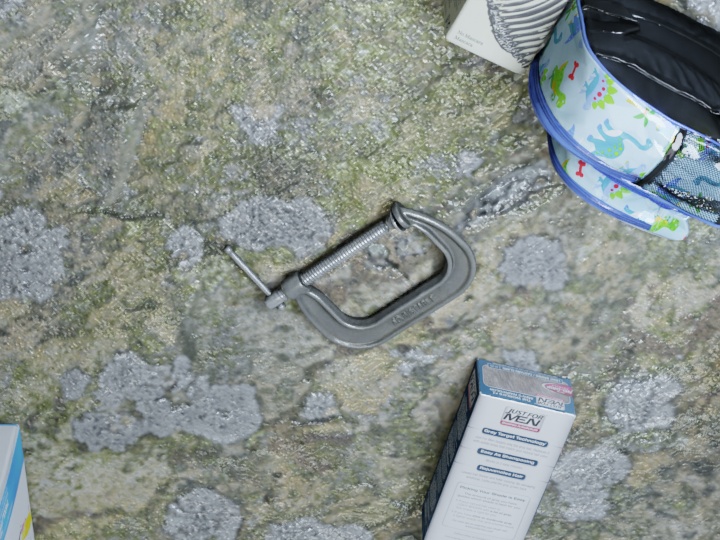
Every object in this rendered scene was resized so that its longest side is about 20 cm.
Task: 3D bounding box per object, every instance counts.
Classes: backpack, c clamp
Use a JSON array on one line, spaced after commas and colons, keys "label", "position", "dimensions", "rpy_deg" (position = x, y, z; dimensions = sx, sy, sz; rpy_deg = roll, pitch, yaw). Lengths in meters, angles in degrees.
[{"label": "backpack", "position": [0.235, -0.131, 1.682], "dimensions": [0.199, 0.183, 0.147], "rpy_deg": [27, 124, -18]}, {"label": "c clamp", "position": [0.000, 0.000, 1.870], "dimensions": [0.199, 0.027, 0.171], "rpy_deg": [-28, 119, 19]}]

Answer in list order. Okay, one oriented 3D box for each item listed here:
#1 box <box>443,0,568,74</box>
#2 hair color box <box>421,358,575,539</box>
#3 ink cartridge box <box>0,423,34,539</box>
[{"label": "box", "position": [0.148, -0.269, 1.659], "dimensions": [0.082, 0.069, 0.200], "rpy_deg": [22, 122, -12]}, {"label": "hair color box", "position": [0.134, 0.190, 1.977], "dimensions": [0.099, 0.061, 0.201], "rpy_deg": [13, 124, -8]}, {"label": "ink cartridge box", "position": [-0.410, 0.274, 1.991], "dimensions": [0.146, 0.146, 0.201], "rpy_deg": [0, 125, 1]}]
